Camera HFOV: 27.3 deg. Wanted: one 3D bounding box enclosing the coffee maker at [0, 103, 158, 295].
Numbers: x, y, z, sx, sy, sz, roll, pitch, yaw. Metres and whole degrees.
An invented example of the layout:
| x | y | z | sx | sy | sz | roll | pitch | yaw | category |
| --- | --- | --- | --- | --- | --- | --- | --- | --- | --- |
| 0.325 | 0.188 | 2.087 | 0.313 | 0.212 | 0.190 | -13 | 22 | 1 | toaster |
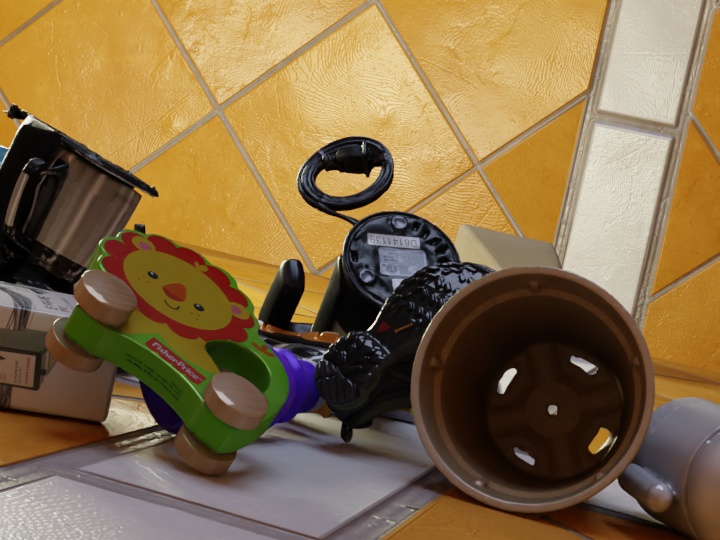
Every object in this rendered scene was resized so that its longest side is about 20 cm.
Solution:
| x | y | z | sx | sy | sz | roll | pitch | yaw | category |
| --- | --- | --- | --- | --- | --- | --- | --- | --- | --- |
| -0.314 | -0.033 | 1.430 | 0.134 | 0.201 | 0.192 | 31 | -1 | -31 | coffee maker |

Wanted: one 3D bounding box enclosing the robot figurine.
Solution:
| x | y | z | sx | sy | sz | roll | pitch | yaw | category |
| --- | --- | --- | --- | --- | --- | --- | --- | --- | --- |
| 0.300 | 0.173 | 1.237 | 0.168 | 0.114 | 0.200 | -9 | 10 | -19 | robot figurine |

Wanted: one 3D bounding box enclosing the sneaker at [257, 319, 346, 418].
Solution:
| x | y | z | sx | sy | sz | roll | pitch | yaw | category |
| --- | --- | --- | --- | --- | --- | --- | --- | --- | --- |
| -0.093 | 0.098 | 1.410 | 0.198 | 0.079 | 0.077 | -1 | 37 | 26 | sneaker |

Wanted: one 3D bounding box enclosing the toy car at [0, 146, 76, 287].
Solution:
| x | y | z | sx | sy | sz | roll | pitch | yaw | category |
| --- | --- | --- | --- | --- | --- | --- | --- | --- | --- |
| -0.347 | 0.006 | 1.564 | 0.200 | 0.185 | 0.177 | 45 | 16 | 21 | toy car |

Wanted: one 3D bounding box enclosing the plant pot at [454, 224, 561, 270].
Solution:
| x | y | z | sx | sy | sz | roll | pitch | yaw | category |
| --- | --- | --- | --- | --- | --- | --- | --- | --- | --- |
| 0.274 | 0.049 | 2.768 | 0.198 | 0.201 | 0.177 | 12 | 14 | -16 | plant pot |

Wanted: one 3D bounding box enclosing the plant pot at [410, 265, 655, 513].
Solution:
| x | y | z | sx | sy | sz | roll | pitch | yaw | category |
| --- | --- | --- | --- | --- | --- | --- | --- | --- | --- |
| 0.158 | 0.113 | 1.285 | 0.199 | 0.202 | 0.183 | 13 | -8 | 16 | plant pot |

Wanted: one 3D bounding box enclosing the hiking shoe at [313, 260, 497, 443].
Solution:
| x | y | z | sx | sy | sz | roll | pitch | yaw | category |
| --- | --- | --- | --- | --- | --- | --- | --- | --- | --- |
| 0.048 | 0.070 | 1.334 | 0.076 | 0.199 | 0.101 | 48 | -15 | 35 | hiking shoe |

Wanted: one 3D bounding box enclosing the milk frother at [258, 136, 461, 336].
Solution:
| x | y | z | sx | sy | sz | roll | pitch | yaw | category |
| --- | --- | --- | --- | --- | --- | --- | --- | --- | --- |
| 0.000 | 0.000 | 1.479 | 0.179 | 0.201 | 0.189 | 19 | -37 | -3 | milk frother |

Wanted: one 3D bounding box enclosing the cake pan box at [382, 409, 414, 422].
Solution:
| x | y | z | sx | sy | sz | roll | pitch | yaw | category |
| --- | --- | --- | --- | --- | --- | --- | --- | --- | --- |
| -0.027 | 0.111 | 1.623 | 0.183 | 0.053 | 0.200 | 14 | 3 | -6 | cake pan box |

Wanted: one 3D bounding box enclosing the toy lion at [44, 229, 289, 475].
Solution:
| x | y | z | sx | sy | sz | roll | pitch | yaw | category |
| --- | --- | --- | --- | --- | --- | --- | --- | --- | --- |
| -0.136 | 0.047 | 1.152 | 0.200 | 0.069 | 0.192 | 38 | 25 | 8 | toy lion |

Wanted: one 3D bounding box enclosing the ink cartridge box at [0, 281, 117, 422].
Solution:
| x | y | z | sx | sy | sz | roll | pitch | yaw | category |
| --- | --- | --- | --- | --- | --- | --- | --- | --- | --- |
| -0.304 | 0.054 | 1.195 | 0.199 | 0.085 | 0.146 | 12 | 4 | -22 | ink cartridge box |

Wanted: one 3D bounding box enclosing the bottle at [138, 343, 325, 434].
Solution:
| x | y | z | sx | sy | sz | roll | pitch | yaw | category |
| --- | --- | --- | --- | --- | --- | --- | --- | --- | --- |
| -0.101 | 0.098 | 1.265 | 0.065 | 0.084 | 0.199 | -36 | -22 | 26 | bottle |

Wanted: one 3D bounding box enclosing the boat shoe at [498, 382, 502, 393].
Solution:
| x | y | z | sx | sy | sz | roll | pitch | yaw | category |
| --- | --- | --- | --- | --- | --- | --- | --- | --- | --- |
| 0.127 | 0.141 | 1.549 | 0.073 | 0.066 | 0.200 | 13 | 3 | 9 | boat shoe |

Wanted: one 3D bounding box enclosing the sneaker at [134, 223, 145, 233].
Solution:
| x | y | z | sx | sy | sz | roll | pitch | yaw | category |
| --- | --- | --- | --- | --- | --- | --- | --- | --- | --- |
| -0.237 | 0.022 | 1.502 | 0.077 | 0.141 | 0.200 | 13 | 3 | -1 | sneaker |
